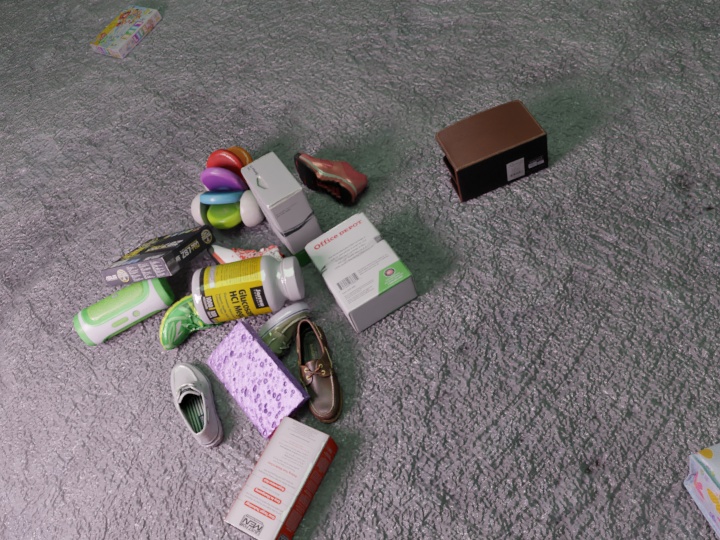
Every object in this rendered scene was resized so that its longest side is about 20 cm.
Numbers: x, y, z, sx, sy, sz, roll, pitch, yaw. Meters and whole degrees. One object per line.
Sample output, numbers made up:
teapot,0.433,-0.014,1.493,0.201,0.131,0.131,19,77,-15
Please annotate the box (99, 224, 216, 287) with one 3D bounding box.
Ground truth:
box,-0.434,-0.030,1.438,0.200,0.049,0.161,-9,25,32

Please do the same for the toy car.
toy car,-0.301,-0.195,1.520,0.175,0.150,0.200,2,57,18

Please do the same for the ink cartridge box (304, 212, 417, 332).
ink cartridge box,0.000,0.000,1.334,0.146,0.084,0.200,-31,53,-5

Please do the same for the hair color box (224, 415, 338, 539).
hair color box,-0.131,0.362,1.139,0.101,0.061,0.200,18,62,26

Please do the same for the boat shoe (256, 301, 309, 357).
boat shoe,-0.172,0.143,1.308,0.200,0.072,0.062,-41,68,0

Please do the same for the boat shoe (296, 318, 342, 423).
boat shoe,-0.085,0.184,1.244,0.070,0.070,0.200,-20,54,1

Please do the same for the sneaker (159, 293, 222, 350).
sneaker,-0.331,0.089,1.380,0.200,0.074,0.084,-45,52,-16

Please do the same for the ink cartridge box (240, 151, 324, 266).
ink cartridge box,-0.156,-0.128,1.398,0.083,0.200,0.147,-33,54,-7

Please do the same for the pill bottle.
pill bottle,-0.216,0.033,1.301,0.200,0.113,0.113,-12,54,5

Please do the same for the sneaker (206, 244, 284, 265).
sneaker,-0.232,-0.019,1.432,0.201,0.067,0.108,35,71,29

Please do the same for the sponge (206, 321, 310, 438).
sponge,-0.193,0.201,1.239,0.200,0.030,0.112,46,103,22

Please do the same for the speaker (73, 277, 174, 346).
speaker,-0.506,0.082,1.432,0.200,0.088,0.088,-29,53,-4

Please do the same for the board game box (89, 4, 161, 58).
board game box,-0.744,-0.761,2.119,0.134,0.034,0.200,20,64,27

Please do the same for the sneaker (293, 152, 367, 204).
sneaker,-0.067,-0.221,1.530,0.200,0.074,0.087,33,57,28

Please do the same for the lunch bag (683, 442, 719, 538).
lunch bag,0.575,0.328,0.910,0.169,0.127,0.200,-23,43,-2

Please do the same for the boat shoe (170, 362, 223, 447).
boat shoe,-0.318,0.243,1.274,0.074,0.067,0.200,-35,54,-9

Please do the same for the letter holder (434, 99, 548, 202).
letter holder,0.276,-0.259,1.423,0.200,0.101,0.142,-23,51,1
